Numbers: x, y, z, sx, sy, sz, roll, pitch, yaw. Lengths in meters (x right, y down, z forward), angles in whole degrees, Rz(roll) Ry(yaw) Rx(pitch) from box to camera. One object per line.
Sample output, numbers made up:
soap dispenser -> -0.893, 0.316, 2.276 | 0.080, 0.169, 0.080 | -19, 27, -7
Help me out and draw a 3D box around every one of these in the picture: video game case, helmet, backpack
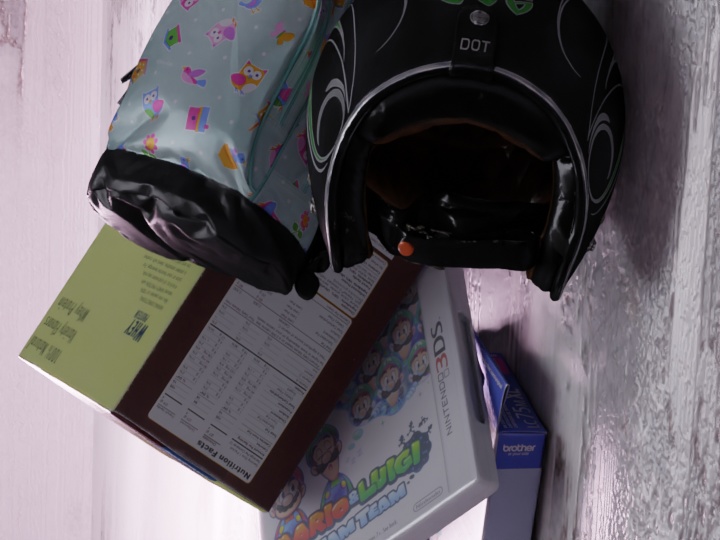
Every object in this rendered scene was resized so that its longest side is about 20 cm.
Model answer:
video game case -> 0.003, 0.112, 1.596 | 0.200, 0.024, 0.183 | -38, 42, 32
helmet -> 0.059, -0.081, 1.387 | 0.191, 0.199, 0.201 | -79, -4, -62
backpack -> -0.063, -0.101, 1.487 | 0.201, 0.166, 0.127 | -63, -30, -12

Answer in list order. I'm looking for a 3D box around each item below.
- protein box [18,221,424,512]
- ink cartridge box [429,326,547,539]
protein box -> -0.095, 0.026, 1.647 | 0.200, 0.135, 0.198 | -57, 26, -7
ink cartridge box -> 0.082, 0.139, 1.601 | 0.119, 0.042, 0.201 | -117, 29, -64
